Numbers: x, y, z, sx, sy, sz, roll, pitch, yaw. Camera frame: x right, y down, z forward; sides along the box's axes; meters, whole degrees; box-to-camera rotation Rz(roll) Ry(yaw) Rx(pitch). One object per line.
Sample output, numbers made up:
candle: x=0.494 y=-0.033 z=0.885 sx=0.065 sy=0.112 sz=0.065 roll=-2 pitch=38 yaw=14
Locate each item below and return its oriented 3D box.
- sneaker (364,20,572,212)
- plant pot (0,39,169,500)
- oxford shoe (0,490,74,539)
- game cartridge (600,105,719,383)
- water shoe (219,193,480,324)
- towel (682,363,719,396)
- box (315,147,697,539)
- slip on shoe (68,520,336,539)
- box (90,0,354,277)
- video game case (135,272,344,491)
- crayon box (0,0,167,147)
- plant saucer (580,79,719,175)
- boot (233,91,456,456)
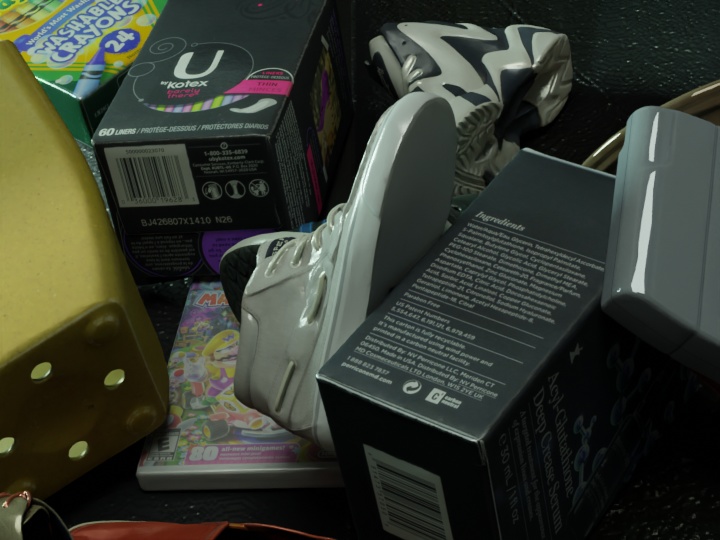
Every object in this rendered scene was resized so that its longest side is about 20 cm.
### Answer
sneaker: x=0.042 y=-0.107 z=1.322 sx=0.129 sy=0.080 sz=0.199 roll=15 pitch=48 yaw=31
plant pot: x=-0.218 y=0.027 z=1.164 sx=0.194 sy=0.196 sz=0.200 roll=-32 pitch=50 yaw=-15
oxford shoe: x=-0.199 y=0.137 z=1.068 sx=0.200 sy=0.075 sz=0.070 roll=40 pitch=22 yaw=13
game cartridge: x=0.223 y=0.004 z=1.027 sx=0.199 sy=0.042 sz=0.134 roll=18 pitch=56 yaw=-14
water shoe: x=0.000 y=0.000 z=1.173 sx=0.199 sy=0.072 sz=0.079 roll=-8 pitch=12 yaw=47
towel: x=0.252 y=0.044 z=1.055 sx=0.200 sy=0.023 sz=0.144 roll=41 pitch=56 yaw=3
box: x=0.085 y=0.060 z=1.069 sx=0.107 sy=0.149 sz=0.200 roll=19 pitch=51 yaw=32
slip on shoe: x=-0.082 y=0.161 z=1.070 sx=0.199 sy=0.061 sz=0.074 roll=6 pitch=46 yaw=23
box: x=-0.085 y=-0.096 z=1.308 sx=0.121 sy=0.107 sz=0.200 roll=-1 pitch=35 yaw=13
video game case: x=-0.048 y=0.053 z=1.214 sx=0.142 sy=0.018 sz=0.201 roll=-3 pitch=42 yaw=13
crayon box: x=-0.222 y=-0.173 z=1.491 sx=0.199 sy=0.052 sz=0.126 roll=26 pitch=54 yaw=37
plant saucer: x=0.214 y=-0.057 z=1.145 sx=0.199 sy=0.200 sz=0.030 roll=-17 pitch=68 yaw=-3
boot: x=-0.017 y=-0.007 z=1.068 sx=0.095 sy=0.201 sz=0.073 roll=20 pitch=10 yaw=32
